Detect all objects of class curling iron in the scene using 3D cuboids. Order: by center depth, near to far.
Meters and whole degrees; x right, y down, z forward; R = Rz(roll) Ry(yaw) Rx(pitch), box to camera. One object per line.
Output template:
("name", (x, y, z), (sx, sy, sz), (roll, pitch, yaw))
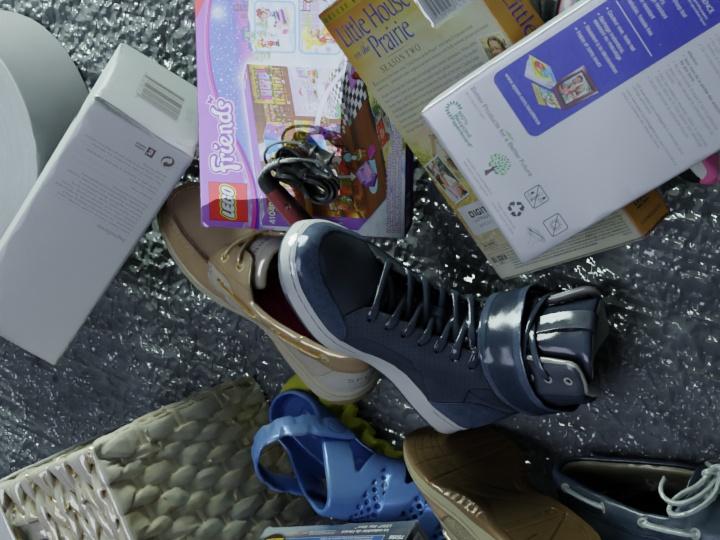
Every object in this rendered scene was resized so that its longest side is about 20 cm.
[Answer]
("curling iron", (0.000, 0.000, 0.923), (0.049, 0.026, 0.200), (-21, 116, 26))

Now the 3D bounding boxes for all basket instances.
("basket", (-0.144, 0.171, 1.035), (0.123, 0.200, 0.136), (-27, 87, 36))

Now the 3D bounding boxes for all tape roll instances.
("tape roll", (-0.298, -0.103, 1.153), (0.200, 0.066, 0.201), (14, 113, 35))

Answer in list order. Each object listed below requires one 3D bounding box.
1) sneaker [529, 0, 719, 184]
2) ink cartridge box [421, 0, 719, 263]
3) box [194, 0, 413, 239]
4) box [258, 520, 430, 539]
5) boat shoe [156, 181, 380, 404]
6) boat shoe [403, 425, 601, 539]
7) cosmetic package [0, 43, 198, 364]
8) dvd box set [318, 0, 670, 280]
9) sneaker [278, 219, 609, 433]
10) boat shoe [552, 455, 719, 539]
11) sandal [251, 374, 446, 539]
("sneaker", (0.136, -0.129, 0.798), (0.087, 0.074, 0.200), (-36, 83, 47))
("ink cartridge box", (0.138, -0.094, 0.723), (0.200, 0.039, 0.100), (-31, 98, 24))
("box", (-0.034, -0.123, 0.919), (0.136, 0.039, 0.201), (4, 109, 9))
("box", (0.025, 0.255, 0.981), (0.137, 0.040, 0.200), (-11, 120, 41))
("boat shoe", (-0.058, 0.001, 0.980), (0.200, 0.074, 0.069), (41, 153, 14))
("boat shoe", (0.081, 0.156, 0.892), (0.200, 0.071, 0.065), (-135, 36, -61))
("cosmetic package", (-0.192, -0.046, 1.022), (0.081, 0.113, 0.200), (32, 113, -14))
("dvd box set", (0.071, -0.092, 0.825), (0.200, 0.029, 0.146), (54, 152, -7))
("sneaker", (0.060, 0.024, 0.855), (0.146, 0.077, 0.202), (-12, 141, 41))
("boat shoe", (0.198, 0.137, 0.834), (0.200, 0.075, 0.062), (-1, 115, 48))
("sandal", (0.000, 0.150, 0.985), (0.200, 0.087, 0.080), (31, 120, 25))
